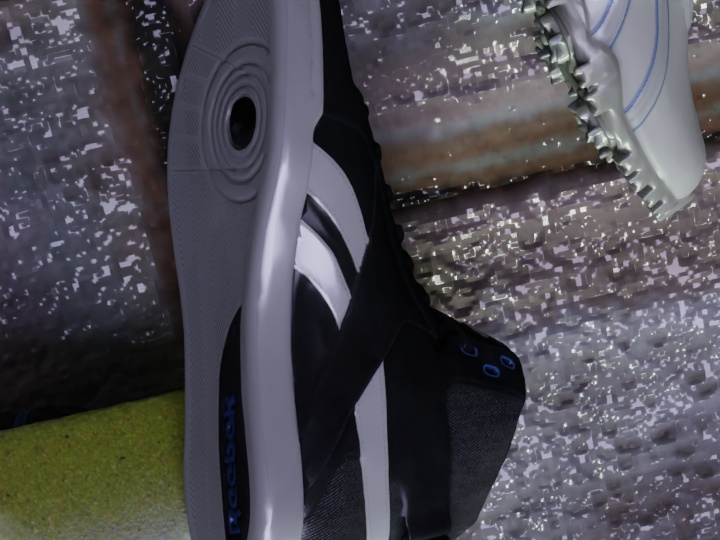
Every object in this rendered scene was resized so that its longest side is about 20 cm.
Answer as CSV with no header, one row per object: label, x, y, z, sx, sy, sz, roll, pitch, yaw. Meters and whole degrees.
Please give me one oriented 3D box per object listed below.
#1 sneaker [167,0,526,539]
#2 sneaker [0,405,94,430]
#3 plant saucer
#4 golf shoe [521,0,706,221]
sneaker,0.000,0.000,0.797,0.111,0.073,0.202,2,90,-34
sneaker,-0.132,0.130,0.881,0.077,0.076,0.201,12,120,-44
plant saucer,-0.057,0.135,0.846,0.199,0.048,0.201,-13,126,-32
golf shoe,0.089,-0.109,0.755,0.097,0.078,0.201,-23,122,0
